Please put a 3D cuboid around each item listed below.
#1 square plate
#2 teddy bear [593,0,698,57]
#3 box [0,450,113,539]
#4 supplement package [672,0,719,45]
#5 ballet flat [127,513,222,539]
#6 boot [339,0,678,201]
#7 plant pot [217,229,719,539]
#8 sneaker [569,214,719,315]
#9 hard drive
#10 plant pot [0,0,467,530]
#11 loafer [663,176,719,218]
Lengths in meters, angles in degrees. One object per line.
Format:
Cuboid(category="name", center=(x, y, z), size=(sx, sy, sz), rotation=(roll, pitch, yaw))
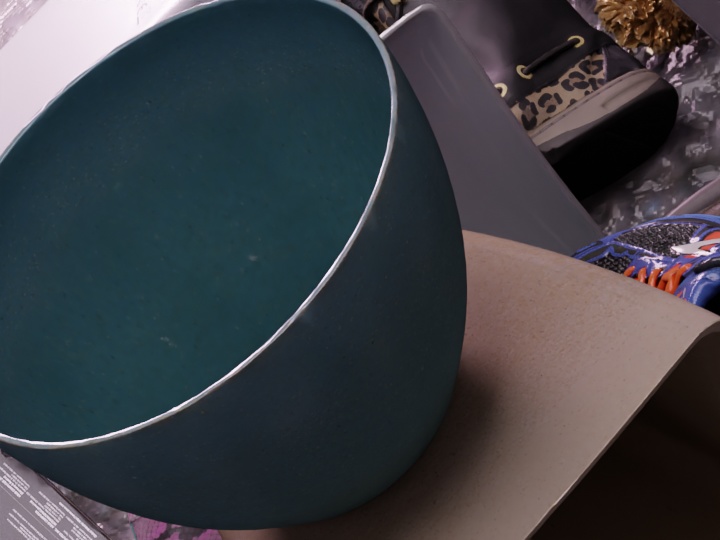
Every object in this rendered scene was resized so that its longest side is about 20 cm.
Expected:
Cuboid(category="square plate", center=(0.000, 0.000, 1.285), size=(0.198, 0.200, 0.028), rotation=(-36, 36, 5))
Cuboid(category="teddy bear", center=(0.196, -0.179, 1.385), size=(0.199, 0.067, 0.146), rotation=(-11, 47, 31))
Cuboid(category="box", center=(-0.211, 0.150, 1.369), size=(0.200, 0.050, 0.158), rotation=(38, 82, 23))
Cuboid(category="supplement package", center=(0.144, -0.211, 1.291), size=(0.117, 0.117, 0.200), rotation=(-43, 42, 14))
Cuboid(category="ballet flat", center=(-0.004, 0.104, 1.285), size=(0.198, 0.069, 0.072), rotation=(-12, 86, -9))
Cuboid(category="boot", center=(0.034, -0.084, 1.368), size=(0.199, 0.073, 0.151), rotation=(-26, 58, -14))
Cuboid(category="plant pot", center=(0.050, 0.098, 1.152), size=(0.200, 0.200, 0.177), rotation=(-48, 50, -8))
Cuboid(category="sneaker", center=(0.146, 0.014, 1.165), size=(0.199, 0.078, 0.076), rotation=(-2, 90, 45))
Cuboid(category="hard drive", center=(-0.126, -0.118, 1.428), size=(0.200, 0.026, 0.132), rotation=(-43, 31, 26))
Cuboid(category="plant pot", center=(-0.039, 0.017, 1.052), size=(0.199, 0.135, 0.201), rotation=(-22, 43, 22))
Cuboid(category="loafer", center=(0.185, -0.011, 1.236), size=(0.200, 0.073, 0.071), rotation=(-49, 42, 13))
